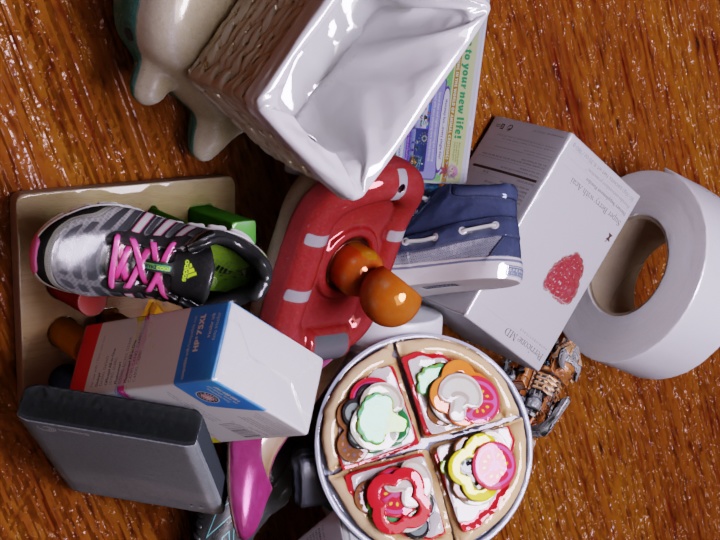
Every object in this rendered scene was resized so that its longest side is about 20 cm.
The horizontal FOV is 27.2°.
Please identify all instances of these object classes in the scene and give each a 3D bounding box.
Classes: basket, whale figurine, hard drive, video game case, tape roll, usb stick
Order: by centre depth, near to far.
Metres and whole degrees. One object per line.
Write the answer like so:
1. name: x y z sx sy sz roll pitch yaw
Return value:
1. basket: -0.019 -0.179 1.172 0.136 0.123 0.200 43 78 -39
2. hard drive: -0.185 0.146 1.196 0.139 0.200 0.033 9 66 5
3. whale figurine: -0.139 -0.190 1.234 0.159 0.104 0.200 -42 145 -28
4. video game case: 0.027 -0.178 1.295 0.182 0.022 0.201 1 100 -32
5. usb stick: 0.034 0.177 1.334 0.199 0.033 0.056 -4 103 -13
6. tape roll: 0.289 0.003 1.484 0.071 0.202 0.203 21 90 -34

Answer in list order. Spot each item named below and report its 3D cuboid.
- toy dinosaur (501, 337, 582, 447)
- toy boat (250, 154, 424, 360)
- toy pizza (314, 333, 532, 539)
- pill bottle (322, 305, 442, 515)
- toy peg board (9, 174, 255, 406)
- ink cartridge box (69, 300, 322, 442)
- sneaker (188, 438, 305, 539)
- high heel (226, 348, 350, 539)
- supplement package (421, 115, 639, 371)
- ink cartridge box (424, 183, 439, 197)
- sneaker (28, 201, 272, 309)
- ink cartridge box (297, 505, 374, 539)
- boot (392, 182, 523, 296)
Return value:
1. toy dinosaur: 0.132 0.144 1.457 0.200 0.136 0.102 -35 119 -21
2. toy boat: 0.000 0.000 1.246 0.130 0.131 0.201 -7 123 -46
3. toy pizza: 0.059 0.153 1.306 0.199 0.032 0.201 2 80 -12
4. pill bottle: 0.024 0.136 1.398 0.113 0.113 0.201 -4 104 -32
5. toy peg board: -0.180 0.031 1.249 0.199 0.098 0.200 -7 106 -31
6. ink cartridge box: -0.145 0.087 1.172 0.116 0.200 0.067 36 55 -43
7. sneaker: -0.129 0.228 1.358 0.079 0.075 0.200 37 74 -20
8. high heel: -0.063 0.142 1.300 0.096 0.200 0.067 1 141 4
9. supplement package: 0.151 -0.027 1.435 0.121 0.120 0.200 35 82 -36
10. ink cartridge box: 0.009 -0.162 1.341 0.115 0.067 0.201 -8 107 -30
11. sneaker: -0.152 -0.006 1.145 0.199 0.087 0.074 6 99 -34
12. ink cartridge box: -0.017 0.312 1.371 0.145 0.083 0.200 20 130 -34
13. boot: 0.054 -0.026 1.355 0.073 0.199 0.091 23 65 -63
